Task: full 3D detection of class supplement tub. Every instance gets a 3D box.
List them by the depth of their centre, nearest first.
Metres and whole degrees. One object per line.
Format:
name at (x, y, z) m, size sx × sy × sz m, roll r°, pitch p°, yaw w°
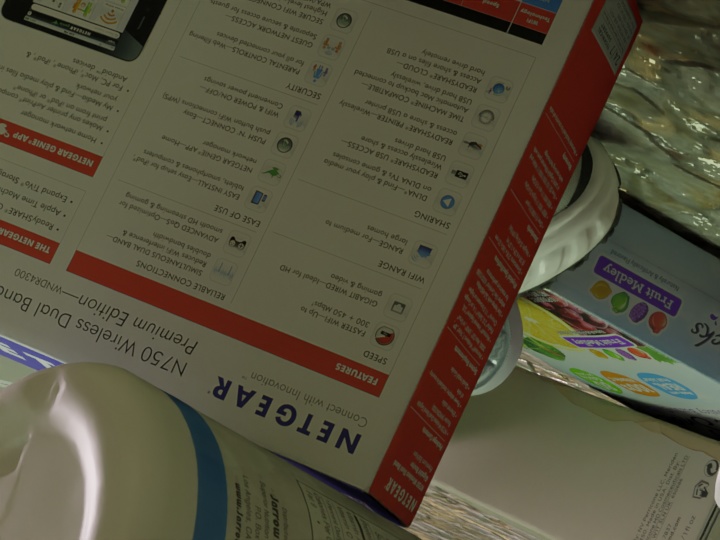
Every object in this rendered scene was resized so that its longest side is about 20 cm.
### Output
supplement tub at (-0.032, 0.123, 0.668) m, size 0.200 × 0.132 × 0.132 m, roll 34°, pitch 167°, yaw -34°

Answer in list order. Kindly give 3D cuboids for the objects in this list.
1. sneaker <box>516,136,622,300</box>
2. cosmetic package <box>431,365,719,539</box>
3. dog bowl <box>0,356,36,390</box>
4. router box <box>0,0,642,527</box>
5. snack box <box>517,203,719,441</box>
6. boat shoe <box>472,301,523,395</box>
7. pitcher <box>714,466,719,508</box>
sneaker at (0.000, 0.000, 0.867) m, size 0.079 × 0.200 × 0.074 m, roll 49°, pitch -178°, yaw -46°
cosmetic package at (0.129, 0.108, 1.093) m, size 0.103 × 0.073 × 0.200 m, roll 30°, pitch 175°, yaw -35°
dog bowl at (-0.151, 0.013, 0.938) m, size 0.200 × 0.059 × 0.200 m, roll 20°, pitch 165°, yaw 6°
router box at (-0.040, -0.041, 0.733) m, size 0.200 × 0.180 × 0.049 m, roll 22°, pitch 169°, yaw 22°
snack box at (0.139, 0.031, 1.026) m, size 0.200 × 0.053 × 0.142 m, roll 28°, pitch 170°, yaw -18°
boat shoe at (-0.001, -0.025, 0.991) m, size 0.200 × 0.072 × 0.062 m, roll 46°, pitch -165°, yaw 20°
pitcher at (0.230, 0.109, 0.865) m, size 0.200 × 0.172 × 0.121 m, roll 21°, pitch 179°, yaw 16°
